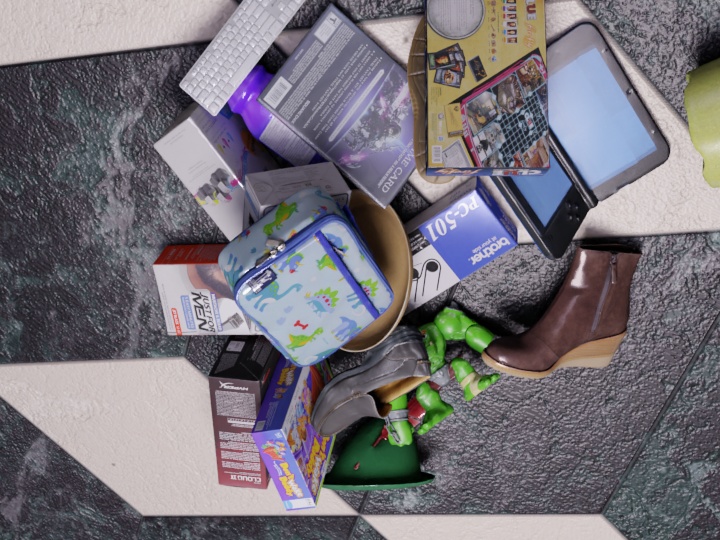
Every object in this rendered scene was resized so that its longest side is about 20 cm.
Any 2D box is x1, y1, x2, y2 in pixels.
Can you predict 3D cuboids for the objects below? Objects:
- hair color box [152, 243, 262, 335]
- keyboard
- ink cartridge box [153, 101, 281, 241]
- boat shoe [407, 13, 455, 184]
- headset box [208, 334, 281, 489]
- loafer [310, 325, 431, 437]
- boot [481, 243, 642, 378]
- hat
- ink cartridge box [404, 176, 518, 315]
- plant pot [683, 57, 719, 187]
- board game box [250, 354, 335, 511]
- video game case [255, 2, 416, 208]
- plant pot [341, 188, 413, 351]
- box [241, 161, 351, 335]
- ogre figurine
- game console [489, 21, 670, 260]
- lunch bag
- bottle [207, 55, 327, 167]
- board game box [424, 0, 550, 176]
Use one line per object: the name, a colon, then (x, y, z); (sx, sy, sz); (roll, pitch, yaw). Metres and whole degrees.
hair color box: (-0.171, 0.026, 1.321); (0.196, 0.064, 0.113); (-2, 117, 11)
keyboard: (-0.129, -0.276, 1.135); (0.056, 0.011, 0.201); (40, 98, 2)
ink cartridge box: (-0.154, -0.114, 1.211); (0.067, 0.116, 0.201); (-29, 110, 24)
boat shoe: (0.090, -0.200, 1.128); (0.073, 0.066, 0.204); (5, 90, 8)
headset box: (-0.150, 0.191, 1.357); (0.076, 0.149, 0.203); (4, 118, 10)
loafer: (0.011, 0.157, 1.237); (0.072, 0.073, 0.200); (15, 128, -44)
boot: (0.251, 0.045, 1.221); (0.196, 0.072, 0.169); (-2, 116, -20)
hat: (0.030, 0.210, 1.387); (0.196, 0.166, 0.180); (-1, 87, -13)
ink cartridge box: (0.095, -0.026, 1.250); (0.199, 0.044, 0.094); (-34, 109, 25)
plant pot: (0.449, -0.171, 1.033); (0.182, 0.201, 0.203); (-13, 116, 30)
board game box: (-0.080, 0.199, 1.313); (0.044, 0.201, 0.136); (-10, 121, 17)
video game case: (-0.004, -0.192, 1.154); (0.199, 0.019, 0.144); (39, 86, -12)
plant pot: (0.000, 0.000, 1.230); (0.027, 0.201, 0.201); (1, 132, -42)
box: (-0.083, -0.024, 1.167); (0.115, 0.060, 0.202); (-12, 135, -22)
ogre figurine: (0.098, 0.131, 1.289); (0.199, 0.098, 0.121); (-39, 78, 16)
game console: (0.239, -0.146, 1.120); (0.117, 0.171, 0.201); (-18, 117, 49)
lunch bag: (-0.057, 0.010, 1.111); (0.160, 0.083, 0.201); (-35, 140, -2)
bottle: (-0.097, -0.190, 1.187); (0.199, 0.066, 0.084); (35, 115, -9)
board game box: (0.137, -0.205, 1.067); (0.133, 0.035, 0.204); (1, 80, 0)
